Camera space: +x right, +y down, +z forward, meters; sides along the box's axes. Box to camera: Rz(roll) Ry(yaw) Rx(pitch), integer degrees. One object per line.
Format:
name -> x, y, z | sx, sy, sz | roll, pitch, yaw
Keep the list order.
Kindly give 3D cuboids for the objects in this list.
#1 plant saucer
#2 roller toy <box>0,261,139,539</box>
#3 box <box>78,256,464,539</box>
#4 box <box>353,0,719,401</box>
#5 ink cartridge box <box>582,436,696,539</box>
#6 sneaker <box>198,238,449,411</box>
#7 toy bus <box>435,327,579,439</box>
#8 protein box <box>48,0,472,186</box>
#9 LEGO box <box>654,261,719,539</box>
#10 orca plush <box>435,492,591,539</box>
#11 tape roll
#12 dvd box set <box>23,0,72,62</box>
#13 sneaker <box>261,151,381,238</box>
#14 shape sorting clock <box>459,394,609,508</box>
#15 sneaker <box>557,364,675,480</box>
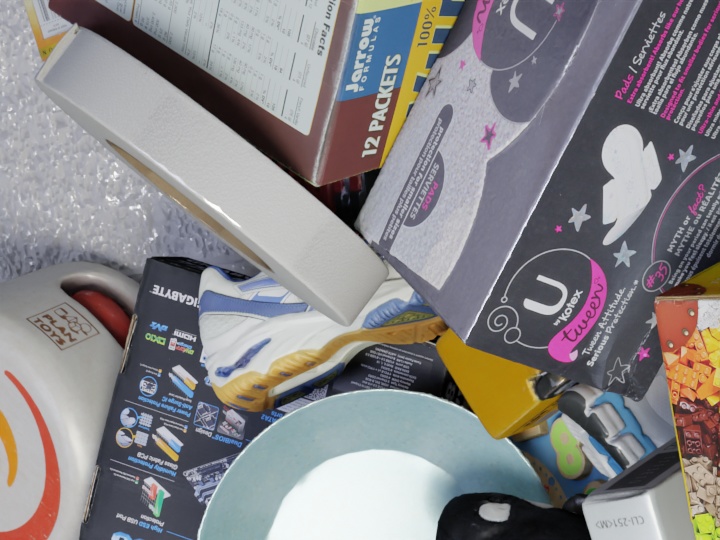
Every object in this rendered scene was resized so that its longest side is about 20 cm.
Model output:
plant saucer -> 0.010, 0.161, 1.244 | 0.200, 0.039, 0.202 | 0, 97, -2
roller toy -> -0.199, 0.094, 1.444 | 0.182, 0.139, 0.201 | -8, 100, 40
box -> -0.053, 0.112, 1.315 | 0.199, 0.050, 0.200 | 16, 97, 21
box -> 0.104, -0.067, 1.057 | 0.201, 0.114, 0.132 | -62, 34, 13
ink cartridge box -> 0.194, 0.156, 1.106 | 0.043, 0.200, 0.175 | -12, 98, 40
sneaker -> 0.000, 0.000, 1.239 | 0.199, 0.075, 0.089 | -22, 68, 9
toy bus -> 0.129, 0.009, 1.177 | 0.200, 0.078, 0.065 | -40, 73, 32
protein box -> -0.011, -0.164, 1.151 | 0.200, 0.198, 0.136 | 34, 125, 32
LEGO box -> 0.226, 0.056, 1.046 | 0.077, 0.200, 0.150 | -3, 104, 40
orca plush -> 0.116, 0.188, 1.168 | 0.200, 0.071, 0.105 | 46, 116, 7
tape roll -> -0.074, -0.046, 1.143 | 0.202, 0.203, 0.037 | 36, 86, 24
dvd box set -> -0.164, -0.238, 1.370 | 0.146, 0.029, 0.201 | -14, 96, 41
sneaker -> -0.001, -0.070, 1.249 | 0.200, 0.097, 0.071 | 25, 126, 57
shape sorting clock -> 0.080, 0.151, 1.284 | 0.199, 0.039, 0.201 | 5, 97, 44
sneaker -> 0.192, 0.118, 1.185 | 0.200, 0.087, 0.075 | 55, 167, -16
